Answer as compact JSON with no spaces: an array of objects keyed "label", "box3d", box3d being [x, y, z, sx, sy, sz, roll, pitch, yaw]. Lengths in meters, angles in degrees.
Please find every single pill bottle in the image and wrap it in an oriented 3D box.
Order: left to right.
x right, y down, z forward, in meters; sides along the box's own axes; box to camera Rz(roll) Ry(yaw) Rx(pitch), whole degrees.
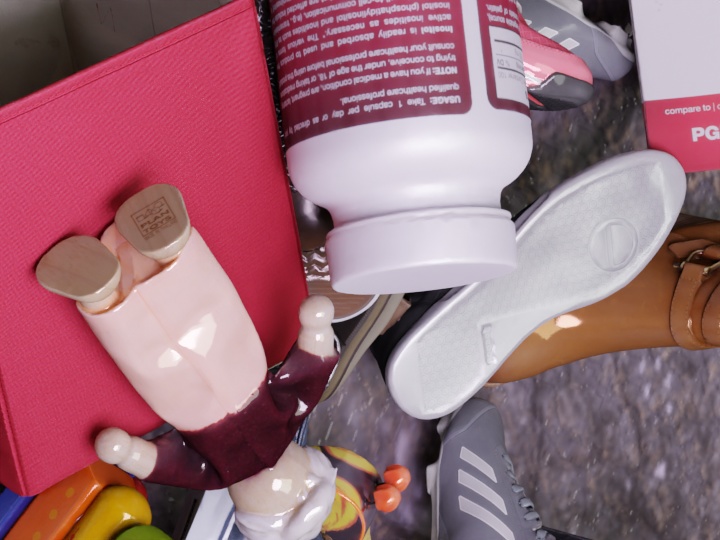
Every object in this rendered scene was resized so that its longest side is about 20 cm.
[{"label":"pill bottle","box3d":[0.017,-0.095,1.332,0.113,0.113,0.201,1,79,-41]}]

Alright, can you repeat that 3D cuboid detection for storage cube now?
[{"label":"storage cube","box3d":[-0.150,-0.031,1.356,0.199,0.171,0.181,-29,122,-32]}]

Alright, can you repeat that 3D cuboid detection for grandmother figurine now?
[{"label":"grandmother figurine","box3d":[-0.062,0.051,1.311,0.121,0.061,0.200,-27,130,1]}]

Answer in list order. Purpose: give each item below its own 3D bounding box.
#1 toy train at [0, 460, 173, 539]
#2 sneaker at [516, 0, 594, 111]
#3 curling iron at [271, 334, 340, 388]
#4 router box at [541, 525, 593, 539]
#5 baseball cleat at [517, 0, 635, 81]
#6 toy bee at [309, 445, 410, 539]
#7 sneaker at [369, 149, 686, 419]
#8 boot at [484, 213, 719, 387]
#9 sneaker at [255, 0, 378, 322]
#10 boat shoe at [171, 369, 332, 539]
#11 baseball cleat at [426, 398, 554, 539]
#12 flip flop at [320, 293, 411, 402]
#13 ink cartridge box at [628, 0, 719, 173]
[{"label":"toy train","box3d":[-0.120,0.118,1.443,0.200,0.116,0.085,-52,131,1]},{"label":"sneaker","box3d":[0.036,-0.150,1.463,0.087,0.199,0.074,-60,165,1]},{"label":"curling iron","box3d":[-0.107,0.054,1.428,0.026,0.199,0.050,27,57,-79]},{"label":"router box","box3d":[0.106,0.216,1.582,0.149,0.199,0.051,-48,122,-24]},{"label":"baseball cleat","box3d":[0.058,-0.123,1.585,0.199,0.070,0.107,24,98,-35]},{"label":"toy bee","box3d":[-0.023,0.140,1.544,0.200,0.108,0.131,59,36,-46]},{"label":"sneaker","box3d":[0.080,-0.007,1.598,0.200,0.099,0.071,-39,114,-6]},{"label":"boot","box3d":[0.166,0.022,1.651,0.199,0.154,0.074,-29,121,-31]},{"label":"sneaker","box3d":[-0.031,-0.077,1.427,0.072,0.085,0.201,-16,100,2]},{"label":"boat shoe","box3d":[-0.041,0.126,1.474,0.090,0.071,0.201,22,91,-11]},{"label":"baseball cleat","box3d":[0.082,0.147,1.585,0.201,0.106,0.070,-79,160,-45]},{"label":"flip flop","box3d":[0.000,0.000,1.494,0.057,0.081,0.200,-13,152,-36]},{"label":"ink cartridge box","box3d":[0.187,-0.173,1.611,0.147,0.082,0.201,-75,158,-63]}]
